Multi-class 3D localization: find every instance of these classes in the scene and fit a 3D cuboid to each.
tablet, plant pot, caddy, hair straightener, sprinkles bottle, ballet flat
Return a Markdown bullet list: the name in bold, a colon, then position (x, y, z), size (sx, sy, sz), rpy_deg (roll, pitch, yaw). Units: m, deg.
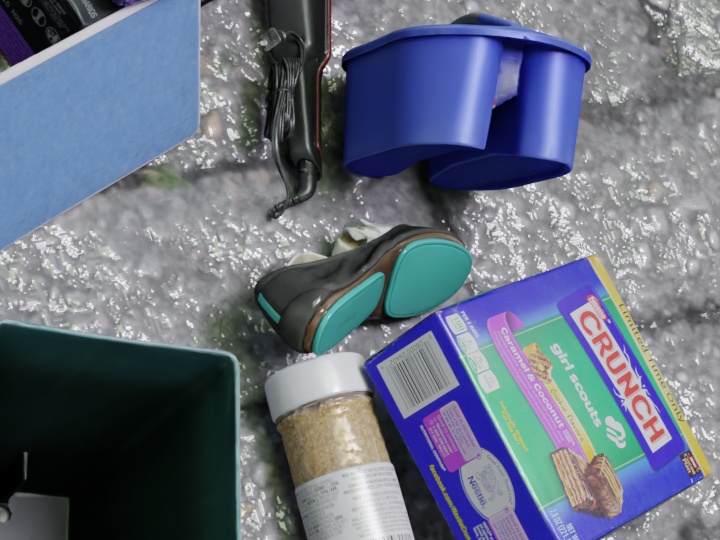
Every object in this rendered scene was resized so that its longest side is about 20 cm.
- **tablet**: position (-0.174, -0.096, 1.404), size (0.014, 0.131, 0.200), rpy_deg (33, 49, 29)
- **plant pot**: position (-0.169, 0.137, 1.251), size (0.140, 0.200, 0.142), rpy_deg (9, 64, -25)
- **caddy**: position (0.068, -0.119, 1.501), size (0.140, 0.200, 0.106), rpy_deg (7, 83, -25)
- **hair straightener**: position (-0.054, -0.134, 1.520), size (0.077, 0.041, 0.202), rpy_deg (30, 59, -55)
- **sprinkles bottle**: position (-0.004, 0.155, 1.413), size (0.068, 0.068, 0.201), rpy_deg (-7, 73, -30)
- **ballet flat**: position (0.000, 0.000, 1.472), size (0.068, 0.068, 0.200), rpy_deg (32, 25, 23)

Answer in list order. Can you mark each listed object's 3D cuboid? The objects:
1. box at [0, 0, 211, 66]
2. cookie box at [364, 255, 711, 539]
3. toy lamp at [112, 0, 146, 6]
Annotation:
- **box**: position (-0.155, -0.222, 1.471), size (0.200, 0.106, 0.123), rpy_deg (-34, 88, -35)
- **cookie box**: position (0.119, 0.096, 1.459), size (0.199, 0.075, 0.172), rpy_deg (-18, 77, -53)
- **toy lamp**: position (-0.077, -0.228, 1.400), size (0.199, 0.058, 0.058), rpy_deg (-36, 88, -21)
